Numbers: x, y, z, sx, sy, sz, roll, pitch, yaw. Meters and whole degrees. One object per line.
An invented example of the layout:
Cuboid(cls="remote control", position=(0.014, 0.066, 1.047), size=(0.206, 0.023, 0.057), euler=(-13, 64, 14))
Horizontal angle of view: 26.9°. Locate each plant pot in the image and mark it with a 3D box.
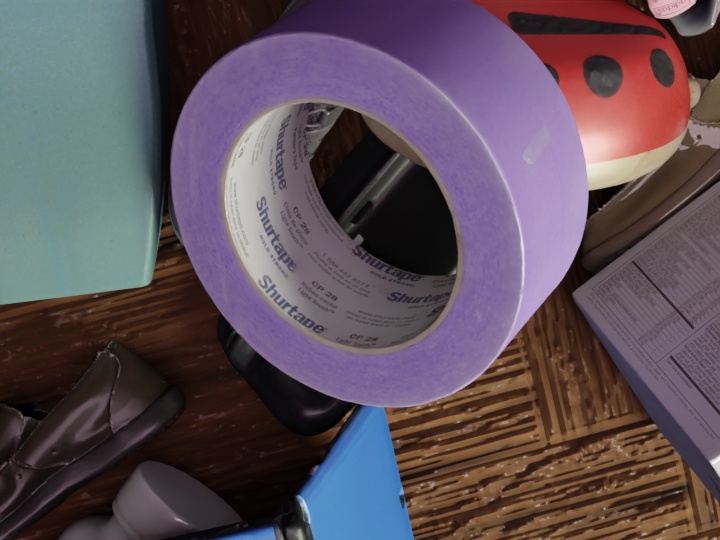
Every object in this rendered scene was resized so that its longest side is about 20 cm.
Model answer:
Cuboid(cls="plant pot", position=(-0.172, -0.092, 0.829), size=(0.140, 0.141, 0.202), euler=(-6, 106, -3))

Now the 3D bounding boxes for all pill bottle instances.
Cuboid(cls="pill bottle", position=(-0.153, 0.218, 0.893), size=(0.111, 0.111, 0.201), euler=(34, 96, -9))

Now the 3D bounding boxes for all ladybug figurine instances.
Cuboid(cls="ladybug figurine", position=(0.097, -0.108, 0.825), size=(0.198, 0.137, 0.072), euler=(-2, 140, -16))

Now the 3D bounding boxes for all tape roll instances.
Cuboid(cls="tape roll", position=(0.008, -0.038, 0.760), size=(0.199, 0.085, 0.202), euler=(16, 124, 25))

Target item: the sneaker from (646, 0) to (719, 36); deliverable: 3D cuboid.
Cuboid(cls="sneaker", position=(0.159, -0.182, 0.805), size=(0.070, 0.199, 0.083), euler=(-12, 80, 29))

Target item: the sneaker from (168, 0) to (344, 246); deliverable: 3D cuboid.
Cuboid(cls="sneaker", position=(-0.049, -0.096, 0.863), size=(0.074, 0.082, 0.201), euler=(30, 96, -8))

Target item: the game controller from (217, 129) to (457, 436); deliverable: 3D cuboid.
Cuboid(cls="game controller", position=(0.000, 0.000, 0.875), size=(0.104, 0.042, 0.200), euler=(46, 106, 17))

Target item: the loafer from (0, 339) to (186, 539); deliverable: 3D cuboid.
Cuboid(cls="loafer", position=(-0.200, 0.111, 0.899), size=(0.199, 0.073, 0.072), euler=(-35, 91, -3))

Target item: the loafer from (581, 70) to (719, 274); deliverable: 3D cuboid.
Cuboid(cls="loafer", position=(0.203, -0.075, 0.894), size=(0.200, 0.076, 0.068), euler=(-41, 66, 10))

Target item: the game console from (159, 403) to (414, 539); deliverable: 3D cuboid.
Cuboid(cls="game console", position=(-0.048, 0.196, 0.874), size=(0.169, 0.119, 0.201), euler=(-12, 118, 1))

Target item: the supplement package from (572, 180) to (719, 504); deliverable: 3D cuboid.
Cuboid(cls="supplement package", position=(0.259, 0.037, 0.848), size=(0.199, 0.151, 0.152), euler=(-37, 132, 3))
